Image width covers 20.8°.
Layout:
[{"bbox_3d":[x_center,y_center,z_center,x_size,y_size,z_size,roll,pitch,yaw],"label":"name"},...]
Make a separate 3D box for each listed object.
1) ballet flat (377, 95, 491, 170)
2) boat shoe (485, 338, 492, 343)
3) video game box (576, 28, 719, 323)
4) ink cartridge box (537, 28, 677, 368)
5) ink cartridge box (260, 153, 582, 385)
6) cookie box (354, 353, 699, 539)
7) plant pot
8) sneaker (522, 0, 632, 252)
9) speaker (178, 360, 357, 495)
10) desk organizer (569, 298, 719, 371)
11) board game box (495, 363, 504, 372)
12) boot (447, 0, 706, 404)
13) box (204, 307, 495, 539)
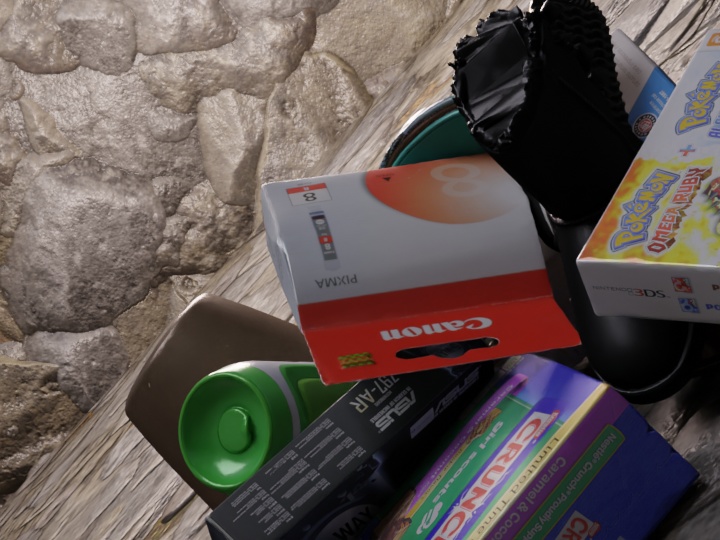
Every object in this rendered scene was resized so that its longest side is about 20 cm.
[{"bbox_3d":[0.036,-0.062,1.335,0.200,0.074,0.074,-57,2,38],"label":"ballet flat"},{"bbox_3d":[0.077,0.028,1.513,0.067,0.057,0.200,-36,4,21],"label":"boat shoe"},{"bbox_3d":[0.233,-0.052,1.015,0.182,0.047,0.200,2,44,36],"label":"video game box"},{"bbox_3d":[0.155,-0.044,1.337,0.200,0.086,0.147,-44,33,10],"label":"ink cartridge box"},{"bbox_3d":[0.032,-0.006,1.191,0.162,0.050,0.200,-8,25,-9],"label":"ink cartridge box"},{"bbox_3d":[0.083,0.138,1.095,0.171,0.075,0.200,-49,10,-4],"label":"cookie box"},{"bbox_3d":[-0.078,0.110,1.493,0.201,0.174,0.200,-56,-5,-8],"label":"plant pot"},{"bbox_3d":[0.128,-0.084,1.284,0.090,0.070,0.201,123,151,-54],"label":"sneaker"},{"bbox_3d":[-0.028,0.102,1.260,0.088,0.089,0.200,-44,-24,23],"label":"speaker"},{"bbox_3d":[0.215,-0.034,1.184,0.200,0.077,0.072,-53,11,-28],"label":"desk organizer"},{"bbox_3d":[0.045,0.138,1.412,0.200,0.026,0.200,-55,12,-32],"label":"board game box"},{"bbox_3d":[0.119,-0.042,1.085,0.073,0.162,0.199,-23,46,25],"label":"boot"},{"bbox_3d":[0.001,0.137,1.209,0.200,0.044,0.160,-40,-29,-21],"label":"box"}]
